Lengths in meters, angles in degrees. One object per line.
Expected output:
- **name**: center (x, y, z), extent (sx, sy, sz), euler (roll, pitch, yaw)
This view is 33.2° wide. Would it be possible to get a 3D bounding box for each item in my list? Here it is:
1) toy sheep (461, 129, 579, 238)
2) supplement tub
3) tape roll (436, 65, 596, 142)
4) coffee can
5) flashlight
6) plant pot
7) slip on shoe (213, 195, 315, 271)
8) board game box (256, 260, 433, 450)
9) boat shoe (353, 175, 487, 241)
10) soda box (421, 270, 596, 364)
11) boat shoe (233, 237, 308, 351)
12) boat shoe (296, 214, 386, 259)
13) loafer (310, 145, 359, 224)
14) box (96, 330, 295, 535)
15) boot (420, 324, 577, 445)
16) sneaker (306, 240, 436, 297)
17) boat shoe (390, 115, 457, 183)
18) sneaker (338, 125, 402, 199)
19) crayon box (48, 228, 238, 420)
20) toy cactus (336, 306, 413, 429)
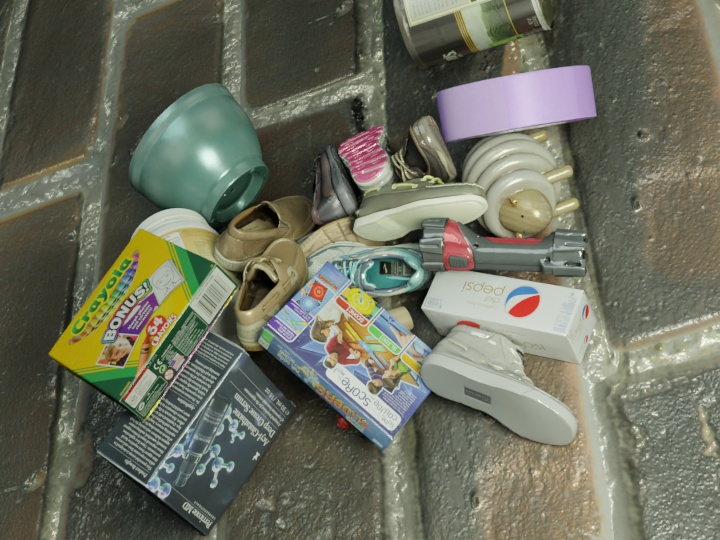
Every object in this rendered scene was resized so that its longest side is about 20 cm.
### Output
- **toy sheep**: center (0.192, -0.111, 1.520), extent (0.137, 0.139, 0.201), euler (-31, 34, 6)
- **supplement tub**: center (-0.233, 0.025, 1.643), extent (0.143, 0.145, 0.201), euler (-33, 47, 3)
- **tape roll**: center (0.198, -0.211, 1.540), extent (0.197, 0.200, 0.067), euler (-7, 95, 25)
- **coffee can**: center (0.160, -0.385, 1.717), extent (0.197, 0.147, 0.148), euler (-15, 51, 19)
- **flashlight**: center (0.171, -0.028, 1.438), extent (0.196, 0.068, 0.069), euler (1, 90, 14)
- **plant pot**: center (-0.218, -0.148, 1.746), extent (0.200, 0.201, 0.134), euler (-45, 75, -7)
- **slip on shoe**: center (-0.122, -0.066, 1.640), extent (0.076, 0.061, 0.199), euler (37, 39, 20)
- **board game box**: center (-0.007, 0.099, 1.435), extent (0.199, 0.035, 0.135), euler (41, 53, 7)
- **boat shoe**: center (0.074, -0.086, 1.506), extent (0.200, 0.072, 0.061), euler (-11, 61, 41)
- **soda box**: center (0.176, 0.052, 1.446), extent (0.198, 0.068, 0.064), euler (11, 63, 34)
- **boat shoe**: center (-0.111, 0.013, 1.506), extent (0.070, 0.065, 0.201), euler (-7, 35, 14)
- **boat shoe**: center (-0.055, -0.021, 1.630), extent (0.198, 0.073, 0.065), euler (-31, 14, 1)
- **loafer**: center (-0.046, -0.117, 1.652), extent (0.062, 0.072, 0.200), euler (-29, 21, 6)
- **box**: center (-0.200, 0.196, 1.498), extent (0.106, 0.149, 0.201), euler (24, 71, 39)
- **boot**: center (0.174, 0.122, 1.397), extent (0.198, 0.074, 0.096), euler (24, 49, 22)
- **sneaker**: center (0.000, 0.000, 1.542), extent (0.197, 0.086, 0.079), euler (-9, 94, 17)
- **boat shoe**: center (0.080, -0.133, 1.545), extent (0.072, 0.200, 0.075), euler (-24, 71, 3)
- **sneaker**: center (0.022, -0.134, 1.667), extent (0.073, 0.088, 0.201), euler (-26, 26, 5)
- **crayon box**: center (-0.271, 0.062, 1.496), extent (0.171, 0.058, 0.201), euler (21, 71, 42)
- **toy cactus**: center (-0.009, 0.101, 1.515), extent (0.163, 0.103, 0.200), euler (-24, 44, -14)
